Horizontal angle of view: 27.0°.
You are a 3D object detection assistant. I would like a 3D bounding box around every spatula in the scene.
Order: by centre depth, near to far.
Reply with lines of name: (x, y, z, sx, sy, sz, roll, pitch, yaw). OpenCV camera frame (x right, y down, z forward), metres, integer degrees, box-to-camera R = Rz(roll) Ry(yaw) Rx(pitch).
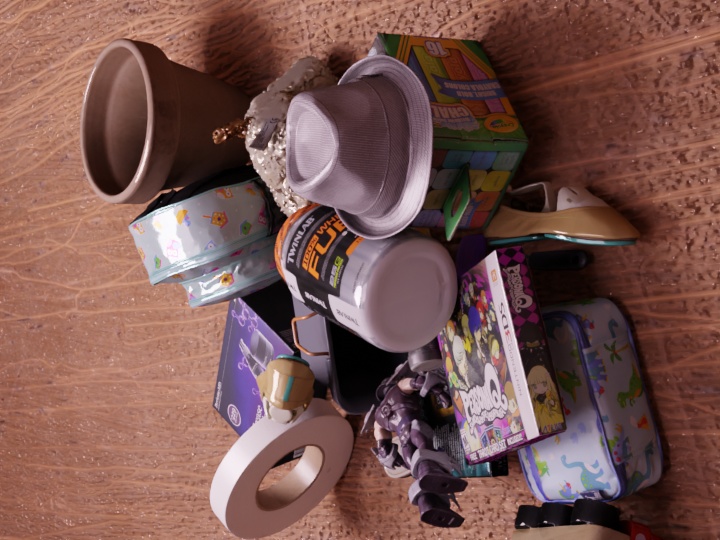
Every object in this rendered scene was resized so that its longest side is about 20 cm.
spatula: (0.163, -0.011, 1.560, 0.199, 0.020, 0.057, -1, 84, 49)

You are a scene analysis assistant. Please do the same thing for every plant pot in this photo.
plant pot: (-0.228, -0.179, 1.855, 0.200, 0.173, 0.202, -3, 86, 56)

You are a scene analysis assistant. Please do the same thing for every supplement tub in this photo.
supplement tub: (0.000, 0.000, 1.552, 0.199, 0.122, 0.124, 25, 124, 53)

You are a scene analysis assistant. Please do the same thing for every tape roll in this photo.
tape roll: (-0.095, 0.246, 1.860, 0.037, 0.202, 0.204, 42, 135, 32)

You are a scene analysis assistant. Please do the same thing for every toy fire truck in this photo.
toy fire truck: (0.259, 0.324, 1.509, 0.176, 0.199, 0.130, -27, 45, 64)

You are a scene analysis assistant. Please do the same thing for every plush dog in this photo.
plush dog: (-0.067, -0.118, 1.697, 0.200, 0.159, 0.173, -119, 6, -53)

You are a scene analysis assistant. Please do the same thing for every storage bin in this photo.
storage bin: (-0.023, 0.052, 1.746, 0.134, 0.144, 0.202, 14, 116, 60)

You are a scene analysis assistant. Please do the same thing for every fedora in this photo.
fedora: (-0.016, -0.120, 1.443, 0.200, 0.089, 0.179, 28, 115, 61)

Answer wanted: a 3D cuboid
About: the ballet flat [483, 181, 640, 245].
ballet flat: (0.191, -0.056, 1.472, 0.199, 0.068, 0.064, 2, 92, 51)

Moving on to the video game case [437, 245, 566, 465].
video game case: (0.133, 0.090, 1.493, 0.200, 0.035, 0.183, 138, 122, -68)

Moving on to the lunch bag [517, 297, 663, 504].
lunch bag: (0.212, 0.135, 1.512, 0.160, 0.082, 0.202, -12, 94, 58)

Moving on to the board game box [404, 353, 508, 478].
board game box: (0.101, 0.126, 1.647, 0.135, 0.028, 0.202, -11, 81, 52)

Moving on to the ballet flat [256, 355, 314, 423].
ballet flat: (-0.089, 0.142, 1.699, 0.200, 0.068, 0.064, 98, -175, -77)

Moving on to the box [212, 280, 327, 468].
box: (-0.113, 0.132, 1.939, 0.141, 0.078, 0.201, 44, 135, 37)

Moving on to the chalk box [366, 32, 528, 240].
chalk box: (0.079, -0.122, 1.493, 0.125, 0.123, 0.201, -63, 37, 43)

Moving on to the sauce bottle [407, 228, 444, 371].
sauce bottle: (0.055, 0.010, 1.635, 0.065, 0.064, 0.202, -36, 60, 53)

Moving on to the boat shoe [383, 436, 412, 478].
boat shoe: (0.104, 0.198, 1.710, 0.199, 0.057, 0.068, -22, 71, 50)

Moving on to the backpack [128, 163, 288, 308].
backpack: (-0.170, -0.040, 1.804, 0.175, 0.199, 0.155, -18, 85, 37)

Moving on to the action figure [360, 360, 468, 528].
action figure: (0.059, 0.182, 1.624, 0.201, 0.069, 0.131, -113, 35, -49)
